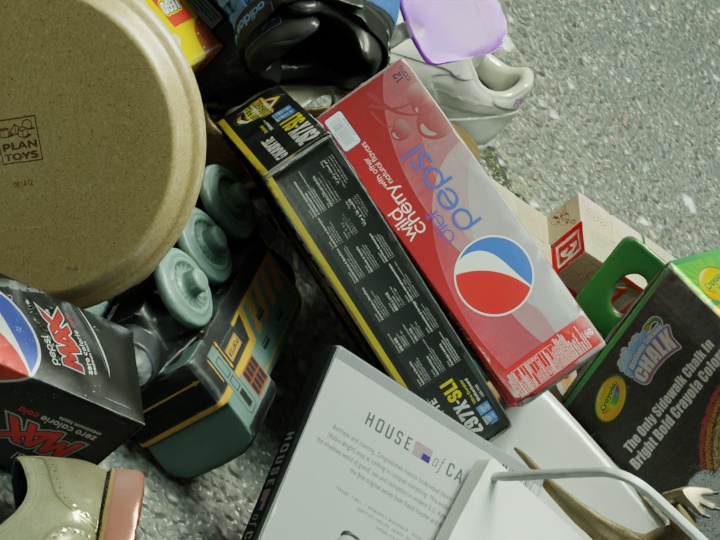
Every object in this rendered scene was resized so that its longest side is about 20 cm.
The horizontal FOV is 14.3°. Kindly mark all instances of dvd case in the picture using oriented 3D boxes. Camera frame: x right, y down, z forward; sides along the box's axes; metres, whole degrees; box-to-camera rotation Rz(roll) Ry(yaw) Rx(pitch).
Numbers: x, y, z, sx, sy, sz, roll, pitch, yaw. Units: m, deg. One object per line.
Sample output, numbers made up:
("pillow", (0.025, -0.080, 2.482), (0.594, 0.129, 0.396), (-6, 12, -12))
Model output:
("dvd case", (0.004, 0.162, 1.493), (0.150, 0.025, 0.201), (34, 65, -25))

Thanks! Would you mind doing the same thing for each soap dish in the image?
("soap dish", (0.089, 0.162, 1.649), (0.157, 0.081, 0.200), (48, 30, -1))

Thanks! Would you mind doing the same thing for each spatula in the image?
("spatula", (-0.006, -0.128, 1.737), (0.021, 0.199, 0.057), (89, -21, -71))

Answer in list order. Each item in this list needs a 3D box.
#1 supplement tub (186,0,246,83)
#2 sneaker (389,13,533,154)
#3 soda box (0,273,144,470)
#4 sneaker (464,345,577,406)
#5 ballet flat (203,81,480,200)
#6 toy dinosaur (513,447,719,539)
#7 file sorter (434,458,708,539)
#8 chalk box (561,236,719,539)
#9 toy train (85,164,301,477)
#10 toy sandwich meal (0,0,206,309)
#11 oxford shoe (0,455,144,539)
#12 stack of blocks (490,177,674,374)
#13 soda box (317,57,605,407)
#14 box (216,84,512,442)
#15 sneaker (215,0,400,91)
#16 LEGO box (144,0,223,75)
("supplement tub", (-0.090, -0.203, 1.789), (0.200, 0.122, 0.123), (46, 30, -5))
("sneaker", (0.027, -0.155, 1.914), (0.200, 0.100, 0.075), (32, 36, -25))
("soda box", (-0.204, 0.037, 1.412), (0.199, 0.071, 0.064), (25, 38, -36))
("sneaker", (0.058, 0.012, 1.731), (0.201, 0.080, 0.071), (62, 22, -24))
("ballet flat", (-0.015, -0.083, 1.719), (0.199, 0.073, 0.068), (-3, 44, -19))
("toy dinosaur", (0.166, 0.162, 1.583), (0.200, 0.101, 0.058), (37, 59, 0))
("file sorter", (0.099, 0.214, 1.460), (0.139, 0.124, 0.201), (43, 61, -26))
("chalk box", (0.217, 0.066, 1.732), (0.200, 0.125, 0.124), (48, 30, 20))
("toy train", (-0.089, 0.025, 1.579), (0.114, 0.085, 0.200), (55, 24, -17))
("toy sandwich meal", (-0.173, -0.076, 1.490), (0.205, 0.205, 0.070), (48, 12, -2))
("oxford shoe", (-0.154, 0.166, 1.356), (0.073, 0.071, 0.200), (16, 37, -5))
("stack of blocks", (0.112, 0.009, 1.822), (0.200, 0.115, 0.059), (33, 33, -25))
("soda box", (0.055, -0.020, 1.631), (0.200, 0.063, 0.070), (55, -4, 1))
("box", (0.000, 0.000, 1.617), (0.200, 0.049, 0.160), (58, -1, -18))
("sneaker", (-0.067, -0.172, 1.665), (0.199, 0.077, 0.112), (25, 43, -21))
("LEGO box", (-0.189, -0.135, 1.624), (0.149, 0.077, 0.200), (49, 30, 1))
